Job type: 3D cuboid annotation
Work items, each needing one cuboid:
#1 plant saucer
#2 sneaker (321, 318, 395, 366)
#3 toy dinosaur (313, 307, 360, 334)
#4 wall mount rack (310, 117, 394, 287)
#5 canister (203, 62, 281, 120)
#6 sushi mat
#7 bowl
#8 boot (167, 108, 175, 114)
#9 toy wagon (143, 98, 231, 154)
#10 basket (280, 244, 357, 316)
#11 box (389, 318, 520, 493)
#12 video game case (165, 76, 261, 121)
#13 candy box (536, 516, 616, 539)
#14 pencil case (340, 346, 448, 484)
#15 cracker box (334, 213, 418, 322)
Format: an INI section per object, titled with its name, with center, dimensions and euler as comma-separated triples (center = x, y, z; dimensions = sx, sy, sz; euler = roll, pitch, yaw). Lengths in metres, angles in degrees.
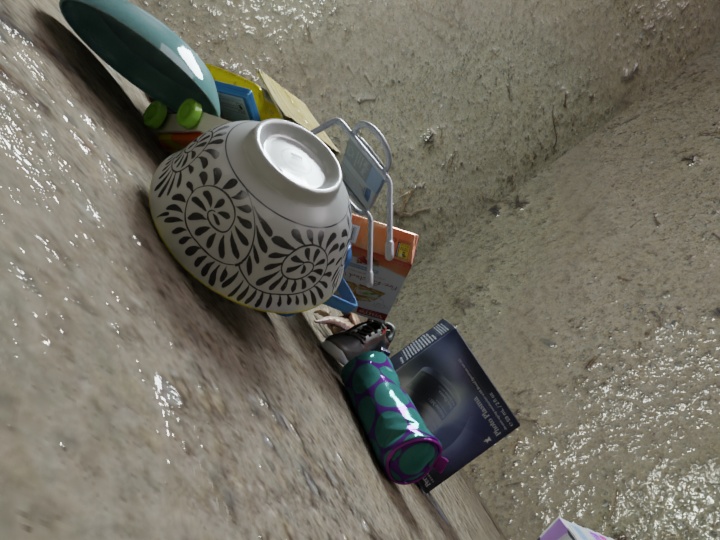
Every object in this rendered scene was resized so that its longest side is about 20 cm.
[plant saucer]
center = -0.240, -0.245, 0.619
dimensions = 0.198, 0.036, 0.200
euler = 30, -10, 6
[sneaker]
center = 0.003, 0.112, 0.919
dimensions = 0.077, 0.082, 0.199
euler = 37, 11, 21
[toy dinosaur]
center = -0.018, 0.122, 1.043
dimensions = 0.137, 0.085, 0.200
euler = 62, 8, 18
[wall mount rack]
center = -0.004, -0.082, 0.663
dimensions = 0.175, 0.074, 0.200
euler = 53, -17, 7
[canister]
center = -0.174, -0.249, 0.856
dimensions = 0.147, 0.088, 0.200
euler = 25, 10, 13
[sushi mat]
center = -0.092, -0.225, 0.760
dimensions = 0.095, 0.012, 0.201
euler = 31, 19, -36
[bowl]
center = -0.077, -0.072, 0.487
dimensions = 0.199, 0.094, 0.202
euler = 25, 40, -22
[boot]
center = -0.295, -0.269, 0.939
dimensions = 0.131, 0.067, 0.201
euler = 47, -7, 43
[toy wagon]
center = -0.160, -0.152, 0.655
dimensions = 0.198, 0.040, 0.155
euler = 11, -9, 37
[basket]
center = -0.083, -0.031, 0.655
dimensions = 0.177, 0.139, 0.200
euler = 55, 8, 19
[box]
center = 0.129, 0.227, 0.927
dimensions = 0.201, 0.197, 0.123
euler = 55, 1, -2
[video game case]
center = -0.188, -0.181, 0.766
dimensions = 0.141, 0.018, 0.201
euler = 19, -32, 21
[candy box]
center = 0.290, 0.446, 0.751
dimensions = 0.199, 0.168, 0.072
euler = 33, 12, -34
[pencil case]
center = 0.040, 0.197, 0.754
dimensions = 0.092, 0.086, 0.200
euler = 23, 17, -28
[cracker box]
center = 0.000, 0.000, 0.840
dimensions = 0.132, 0.058, 0.201
euler = 17, -30, 0
